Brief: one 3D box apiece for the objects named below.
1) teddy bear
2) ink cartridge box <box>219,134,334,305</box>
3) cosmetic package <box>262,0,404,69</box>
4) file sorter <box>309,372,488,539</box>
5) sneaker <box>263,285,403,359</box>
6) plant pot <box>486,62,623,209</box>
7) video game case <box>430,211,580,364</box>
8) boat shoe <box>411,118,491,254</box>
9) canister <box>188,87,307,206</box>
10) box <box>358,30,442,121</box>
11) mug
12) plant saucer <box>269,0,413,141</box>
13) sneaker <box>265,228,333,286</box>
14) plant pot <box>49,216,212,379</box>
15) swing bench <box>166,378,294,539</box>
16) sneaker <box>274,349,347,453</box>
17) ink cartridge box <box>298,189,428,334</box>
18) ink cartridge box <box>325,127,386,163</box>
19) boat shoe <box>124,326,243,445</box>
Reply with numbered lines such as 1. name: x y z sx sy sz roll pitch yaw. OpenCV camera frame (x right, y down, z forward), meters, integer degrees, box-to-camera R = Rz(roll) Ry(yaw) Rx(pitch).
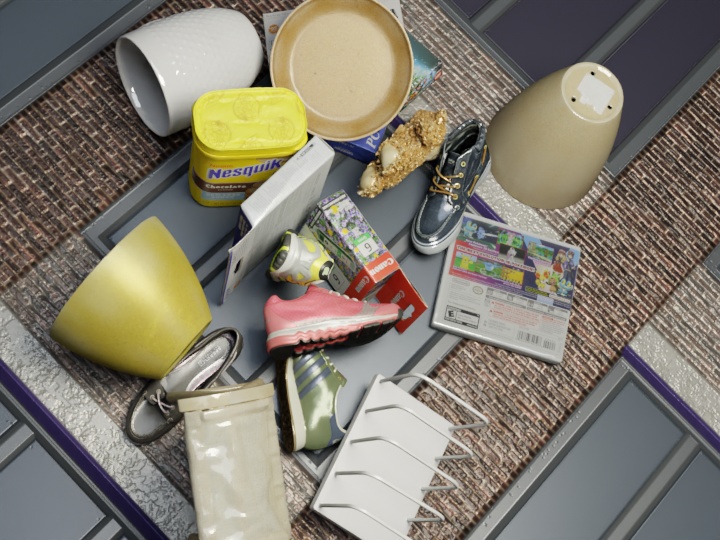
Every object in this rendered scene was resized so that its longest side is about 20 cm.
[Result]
1. teddy bear: 0.066 -0.163 1.580 0.067 0.200 0.145 39 111 3
2. ink cartridge box: -0.126 -0.064 1.480 0.041 0.200 0.200 41 66 6
3. cosmetic package: -0.037 -0.335 1.589 0.197 0.051 0.083 -9 67 0
4. file sorter: 0.055 0.251 1.436 0.138 0.124 0.201 35 68 -17
5. sneaker: -0.036 0.054 1.466 0.198 0.074 0.088 -9 69 -25
6. plant pot: 0.300 -0.214 1.624 0.185 0.200 0.190 4 70 -11
7. video game case: 0.213 0.024 1.620 0.198 0.023 0.184 16 69 -5
8. boat shoe: 0.125 -0.124 1.604 0.070 0.091 0.201 18 62 23
9. canister: -0.158 -0.161 1.504 0.147 0.200 0.088 -5 72 -14
10. box: 0.004 -0.313 1.626 0.136 0.038 0.200 -41 72 -14
11. mug: -0.247 -0.304 1.576 0.174 0.149 0.200 -29 49 -25
12. plant saucer: -0.026 -0.282 1.541 0.197 0.035 0.203 0 100 -1
13. sneaker: -0.079 -0.008 1.479 0.076 0.200 0.076 25 94 -5
14. plant pot: -0.273 0.054 1.412 0.142 0.200 0.200 41 68 -2
15. swing bench: -0.153 0.241 1.346 0.128 0.200 0.202 -7 89 -14
16. sneaker: -0.063 0.143 1.500 0.089 0.067 0.203 0 72 -20
17. ink cartridge box: 0.000 0.000 1.531 0.050 0.109 0.201 -32 80 -29
18. ink cartridge box: 0.009 -0.266 1.660 0.093 0.044 0.202 21 69 -2
19. boat shoe: -0.232 0.144 1.461 0.067 0.057 0.200 44 68 5
